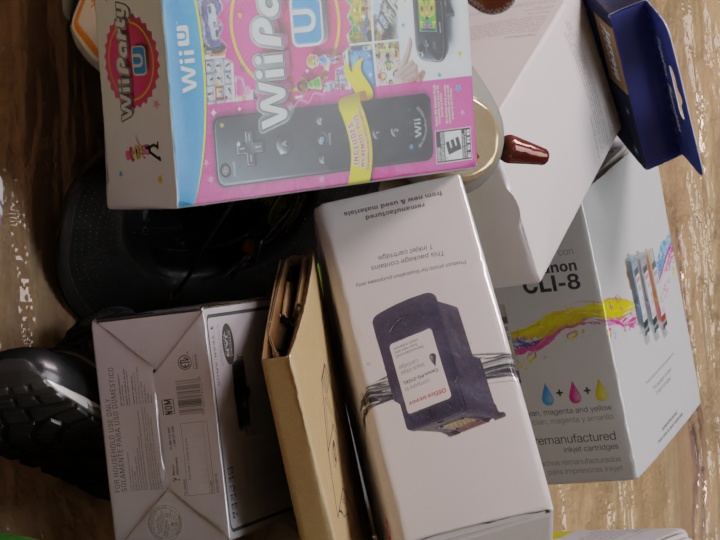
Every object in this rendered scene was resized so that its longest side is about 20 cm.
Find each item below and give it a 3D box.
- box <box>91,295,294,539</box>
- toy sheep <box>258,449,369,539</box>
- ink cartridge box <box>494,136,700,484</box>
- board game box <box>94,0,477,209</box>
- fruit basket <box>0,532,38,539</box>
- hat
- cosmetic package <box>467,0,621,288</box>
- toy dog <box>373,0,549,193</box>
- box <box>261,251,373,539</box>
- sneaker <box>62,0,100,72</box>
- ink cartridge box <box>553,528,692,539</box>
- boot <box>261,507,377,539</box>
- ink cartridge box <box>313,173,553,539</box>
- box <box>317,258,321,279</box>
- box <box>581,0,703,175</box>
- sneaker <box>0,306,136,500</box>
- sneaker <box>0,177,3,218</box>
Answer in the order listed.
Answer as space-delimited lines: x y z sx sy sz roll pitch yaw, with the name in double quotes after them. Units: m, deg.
-0.070 0.074 1.512 0.200 0.060 0.117 -10 94 -74 "box"
0.009 0.130 1.732 0.200 0.137 0.139 25 64 -61 "toy sheep"
0.123 0.024 1.956 0.145 0.145 0.201 -37 118 -59 "ink cartridge box"
-0.037 -0.113 1.491 0.199 0.064 0.149 -9 98 -38 "board game box"
-0.094 0.189 1.426 0.216 0.214 0.156 -59 136 -50 "fruit basket"
-0.089 -0.055 1.594 0.081 0.200 0.201 53 7 35 "hat"
0.086 -0.081 1.791 0.200 0.084 0.108 -55 132 -54 "cosmetic package"
0.053 -0.124 1.642 0.096 0.132 0.201 -4 99 -23 "toy dog"
-0.016 0.109 1.486 0.164 0.021 0.201 -84 164 -72 "box"
-0.115 -0.139 1.592 0.079 0.079 0.200 51 2 5 "sneaker"
0.106 0.238 1.824 0.083 0.199 0.146 -9 93 -64 "ink cartridge box"
0.004 0.215 1.654 0.199 0.072 0.167 8 110 -32 "boot"
0.038 0.076 1.547 0.145 0.084 0.201 84 -7 -62 "ink cartridge box"
0.000 0.000 1.768 0.200 0.048 0.122 49 13 -50 "box"
0.158 -0.148 1.889 0.200 0.032 0.122 -123 -168 -54 "box"
-0.144 0.055 1.507 0.200 0.075 0.088 45 42 -66 "sneaker"
-0.226 -0.017 1.344 0.200 0.072 0.115 36 57 -57 "sneaker"
